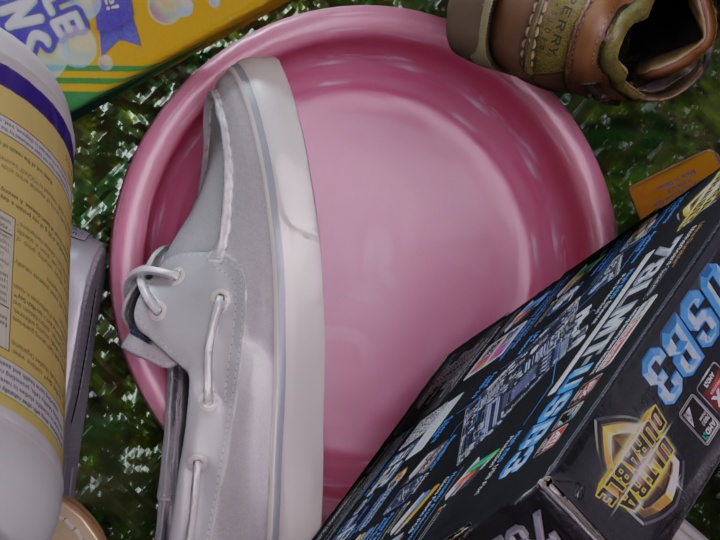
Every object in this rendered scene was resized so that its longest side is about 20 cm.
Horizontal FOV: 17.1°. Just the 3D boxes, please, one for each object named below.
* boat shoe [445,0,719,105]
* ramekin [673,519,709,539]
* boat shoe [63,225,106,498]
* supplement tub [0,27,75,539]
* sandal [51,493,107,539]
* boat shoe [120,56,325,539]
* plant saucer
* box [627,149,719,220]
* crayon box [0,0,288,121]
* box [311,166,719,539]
[{"bbox_3d":[0.102,-0.090,0.891,0.068,0.200,0.072,22,109,23],"label":"boat shoe"},{"bbox_3d":[0.057,0.160,0.864,0.098,0.200,0.201,44,79,0],"label":"ramekin"},{"bbox_3d":[-0.145,0.079,0.894,0.070,0.072,0.202,10,81,5],"label":"boat shoe"},{"bbox_3d":[-0.167,0.026,0.779,0.144,0.146,0.201,5,59,-12],"label":"supplement tub"},{"bbox_3d":[-0.160,0.171,0.822,0.078,0.070,0.212,41,109,5],"label":"sandal"},{"bbox_3d":[-0.052,0.024,0.863,0.068,0.072,0.202,-1,97,-13],"label":"boat shoe"},{"bbox_3d":[0.000,0.000,0.931,0.199,0.051,0.202,1,88,-13],"label":"plant saucer"},{"bbox_3d":[0.169,0.059,0.903,0.041,0.119,0.201,-28,73,16],"label":"box"},{"bbox_3d":[-0.089,-0.137,0.870,0.199,0.052,0.126,-27,93,19],"label":"crayon box"},{"bbox_3d":[0.056,0.059,0.777,0.050,0.198,0.200,46,46,-7],"label":"box"}]
